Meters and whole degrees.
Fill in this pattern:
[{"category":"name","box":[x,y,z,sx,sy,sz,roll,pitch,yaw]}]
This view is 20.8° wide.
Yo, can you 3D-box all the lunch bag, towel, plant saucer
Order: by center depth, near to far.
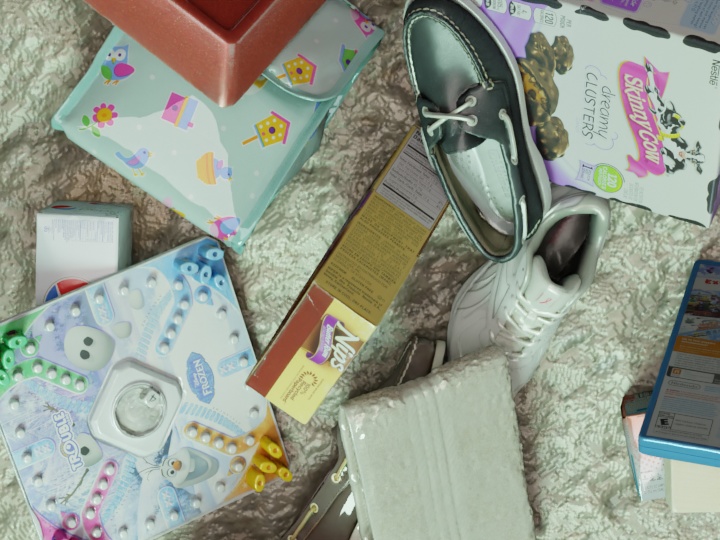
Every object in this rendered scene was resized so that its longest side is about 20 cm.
[{"category":"plant saucer","box":[-0.111,-0.240,1.361,0.199,0.037,0.200,38,58,1]},{"category":"lunch bag","box":[-0.098,-0.139,1.408,0.170,0.122,0.201,34,89,0]},{"category":"towel","box":[0.060,0.154,1.434,0.131,0.035,0.202,-21,124,-15]}]

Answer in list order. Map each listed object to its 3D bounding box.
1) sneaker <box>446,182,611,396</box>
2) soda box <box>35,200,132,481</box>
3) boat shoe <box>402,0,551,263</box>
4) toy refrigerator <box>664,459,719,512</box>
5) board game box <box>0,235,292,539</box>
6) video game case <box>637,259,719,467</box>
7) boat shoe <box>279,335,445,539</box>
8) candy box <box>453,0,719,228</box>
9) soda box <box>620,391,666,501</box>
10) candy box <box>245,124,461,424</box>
[{"category":"sneaker","box":[0.120,0.017,1.421,0.077,0.099,0.202,22,102,-8]},{"category":"soda box","box":[-0.208,0.052,1.474,0.063,0.068,0.202,4,100,2]},{"category":"boat shoe","box":[0.076,-0.096,1.330,0.075,0.061,0.201,-9,124,35]},{"category":"toy refrigerator","box":[0.314,0.125,1.379,0.198,0.070,0.077,-2,93,4]},{"category":"board game box","box":[-0.162,0.103,1.442,0.198,0.026,0.202,-23,109,-19]},{"category":"video game case","box":[0.283,0.067,1.362,0.142,0.201,0.018,8,130,18]},{"category":"boat shoe","box":[0.003,0.134,1.471,0.059,0.072,0.202,25,105,0]},{"category":"candy box","box":[0.164,-0.135,1.342,0.198,0.072,0.169,18,141,17]},{"category":"soda box","box":[0.294,0.114,1.444,0.198,0.064,0.069,-11,99,7]},{"category":"candy box","box":[0.000,0.000,1.366,0.056,0.200,0.117,35,131,-1]}]
